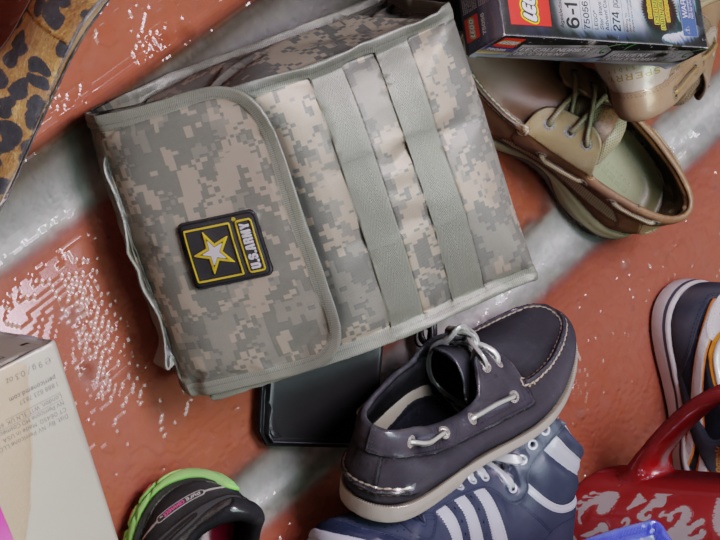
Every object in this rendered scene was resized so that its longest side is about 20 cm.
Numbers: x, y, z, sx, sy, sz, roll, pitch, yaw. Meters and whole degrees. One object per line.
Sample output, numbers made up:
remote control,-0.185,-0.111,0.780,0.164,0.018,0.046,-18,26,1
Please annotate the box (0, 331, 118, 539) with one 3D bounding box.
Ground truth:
box,-0.175,0.136,1.368,0.078,0.095,0.200,-27,108,-34

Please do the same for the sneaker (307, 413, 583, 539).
sneaker,0.052,0.125,1.563,0.200,0.070,0.109,11,90,-45

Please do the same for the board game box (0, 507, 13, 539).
board game box,-0.202,0.172,1.310,0.040,0.153,0.200,-31,113,-33

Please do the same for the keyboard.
keyboard,0.000,0.000,1.547,0.127,0.021,0.201,5,91,-33

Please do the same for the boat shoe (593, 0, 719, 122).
boat shoe,0.171,-0.127,1.604,0.200,0.071,0.065,-33,111,-67

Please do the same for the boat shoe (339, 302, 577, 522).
boat shoe,0.061,0.064,1.537,0.200,0.073,0.063,-38,141,-41

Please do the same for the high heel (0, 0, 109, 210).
high heel,-0.121,-0.108,1.351,0.071,0.200,0.143,-35,117,-75

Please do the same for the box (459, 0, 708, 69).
box,0.108,-0.210,1.471,0.137,0.040,0.200,0,76,-32

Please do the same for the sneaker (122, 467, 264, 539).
sneaker,-0.094,0.204,1.442,0.077,0.084,0.201,9,87,-38

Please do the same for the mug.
mug,0.222,0.157,1.620,0.133,0.200,0.178,18,81,-38

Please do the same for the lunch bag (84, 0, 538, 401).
lunch bag,-0.032,-0.038,1.450,0.200,0.118,0.164,-23,107,-15

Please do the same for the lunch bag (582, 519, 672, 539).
lunch bag,0.080,0.236,1.520,0.200,0.170,0.124,-14,59,-39

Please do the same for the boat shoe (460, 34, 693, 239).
boat shoe,0.124,-0.089,1.605,0.200,0.074,0.076,37,70,-34

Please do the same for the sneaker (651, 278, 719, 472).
sneaker,0.239,0.103,1.710,0.078,0.079,0.200,-31,113,-34

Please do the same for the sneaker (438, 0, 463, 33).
sneaker,0.110,-0.182,1.546,0.200,0.075,0.079,-24,113,-57
